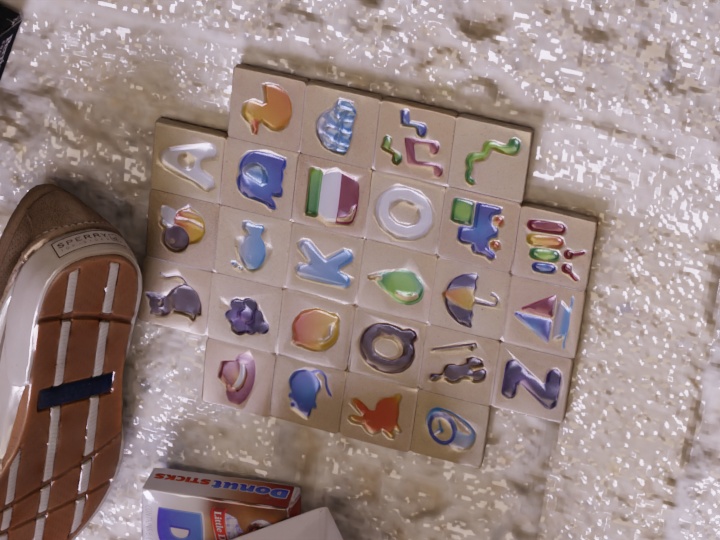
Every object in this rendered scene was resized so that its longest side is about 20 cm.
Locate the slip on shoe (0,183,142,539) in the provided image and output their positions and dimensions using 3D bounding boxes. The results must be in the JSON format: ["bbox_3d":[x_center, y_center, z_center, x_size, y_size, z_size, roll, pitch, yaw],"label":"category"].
[{"bbox_3d":[-0.149,0.052,1.199,0.061,0.076,0.201,49,139,38],"label":"slip on shoe"}]

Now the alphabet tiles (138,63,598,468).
[{"bbox_3d":[0.000,0.000,1.152,0.199,0.006,0.167,13,119,12],"label":"alphabet tiles"}]

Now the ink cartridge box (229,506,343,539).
[{"bbox_3d":[-0.031,0.221,1.211,0.116,0.068,0.201,-20,114,8],"label":"ink cartridge box"}]

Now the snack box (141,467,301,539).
[{"bbox_3d":[-0.065,0.188,1.253,0.072,0.024,0.201,7,117,12],"label":"snack box"}]

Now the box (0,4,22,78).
[{"bbox_3d":[-0.233,-0.021,1.142,0.079,0.141,0.200,29,120,6],"label":"box"}]
